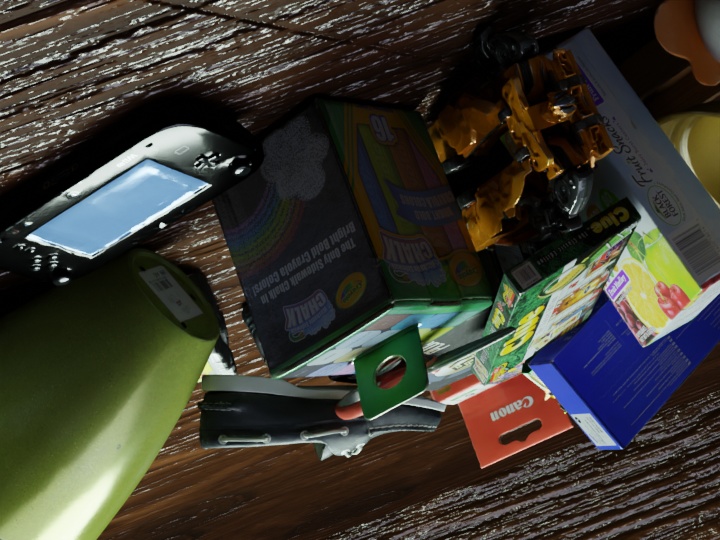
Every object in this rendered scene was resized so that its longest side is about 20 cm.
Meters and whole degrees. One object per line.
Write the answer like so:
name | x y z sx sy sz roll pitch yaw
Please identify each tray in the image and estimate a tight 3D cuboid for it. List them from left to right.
tray | 0.235 -0.145 1.216 0.098 0.037 0.200 -6 159 -42

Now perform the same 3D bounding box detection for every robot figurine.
robot figurine | 0.107 -0.086 1.077 0.058 0.146 0.200 -21 174 -21

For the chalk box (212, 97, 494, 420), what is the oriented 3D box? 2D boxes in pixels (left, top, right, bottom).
chalk box | 0.000 0.000 1.094 0.124 0.201 0.123 -31 162 34

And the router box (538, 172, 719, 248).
router box | 0.234 -0.067 1.321 0.149 0.051 0.200 -28 -174 22

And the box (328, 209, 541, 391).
box | 0.074 0.026 1.280 0.163 0.087 0.200 -25 163 22

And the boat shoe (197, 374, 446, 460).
boat shoe | -0.030 0.118 1.232 0.199 0.061 0.076 6 175 -12

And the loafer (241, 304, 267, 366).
loafer | -0.013 0.028 1.408 0.199 0.073 0.073 -31 160 29

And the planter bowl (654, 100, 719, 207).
planter bowl | 0.302 -0.069 1.135 0.084 0.200 0.201 -52 177 -23

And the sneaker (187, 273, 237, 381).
sneaker | -0.158 0.063 1.339 0.090 0.079 0.200 -13 162 -3

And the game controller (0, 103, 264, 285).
game controller | -0.161 -0.047 1.032 0.199 0.042 0.104 -29 162 26

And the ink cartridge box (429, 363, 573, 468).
ink cartridge box | 0.111 0.074 1.477 0.109 0.201 0.050 -28 163 25

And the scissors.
scissors | 0.041 0.075 1.109 0.073 0.014 0.200 -40 -171 -24

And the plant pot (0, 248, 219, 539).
plant pot | -0.208 0.083 1.200 0.200 0.187 0.187 -44 157 17

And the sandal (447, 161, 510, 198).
sandal | 0.092 -0.058 1.244 0.199 0.045 0.075 0 168 -14

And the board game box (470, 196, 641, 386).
board game box | 0.136 0.020 1.133 0.104 0.024 0.200 -29 163 -13

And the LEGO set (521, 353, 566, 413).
LEGO set | 0.233 0.050 1.427 0.154 0.116 0.200 -46 -165 22

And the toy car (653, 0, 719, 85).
toy car | 0.297 -0.160 1.038 0.199 0.178 0.184 -11 178 13

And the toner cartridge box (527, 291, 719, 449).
toner cartridge box | 0.236 0.043 1.275 0.200 0.095 0.043 -43 -169 -20

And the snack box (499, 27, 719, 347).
snack box | 0.185 -0.056 1.138 0.053 0.201 0.142 -29 167 -16
